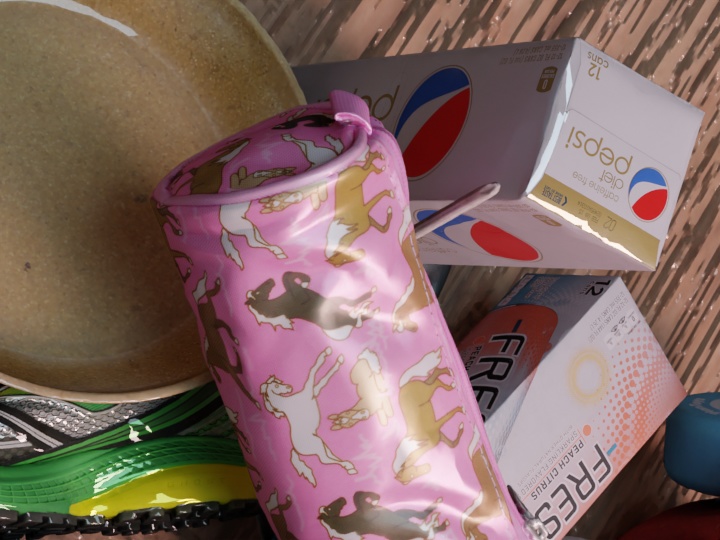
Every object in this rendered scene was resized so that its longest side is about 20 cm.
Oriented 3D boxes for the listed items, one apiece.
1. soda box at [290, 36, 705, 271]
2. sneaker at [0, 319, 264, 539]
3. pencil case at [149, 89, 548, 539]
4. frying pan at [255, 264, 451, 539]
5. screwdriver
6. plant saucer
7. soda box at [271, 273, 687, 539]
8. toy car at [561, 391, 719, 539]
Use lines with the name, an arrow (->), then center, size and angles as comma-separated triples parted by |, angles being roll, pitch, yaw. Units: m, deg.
soda box -> 0.034, -0.042, 0.856 | 0.068, 0.200, 0.064 | 26, 76, -32
sneaker -> -0.123, 0.058, 0.836 | 0.200, 0.078, 0.085 | 0, 76, -37
pencil case -> -0.002, 0.041, 0.785 | 0.086, 0.083, 0.200 | -33, 112, -31
frying pan -> -0.002, 0.049, 0.934 | 0.115, 0.031, 0.190 | -2, 89, -37
screwdriver -> 0.000, 0.000, 0.836 | 0.028, 0.200, 0.029 | 25, 70, -20
plant saucer -> -0.110, -0.040, 0.825 | 0.200, 0.035, 0.201 | 12, 62, -23
soda box -> 0.044, 0.087, 0.914 | 0.200, 0.064, 0.068 | -45, 116, -27
toy car -> 0.115, 0.164, 0.946 | 0.200, 0.177, 0.185 | -4, 104, -22
